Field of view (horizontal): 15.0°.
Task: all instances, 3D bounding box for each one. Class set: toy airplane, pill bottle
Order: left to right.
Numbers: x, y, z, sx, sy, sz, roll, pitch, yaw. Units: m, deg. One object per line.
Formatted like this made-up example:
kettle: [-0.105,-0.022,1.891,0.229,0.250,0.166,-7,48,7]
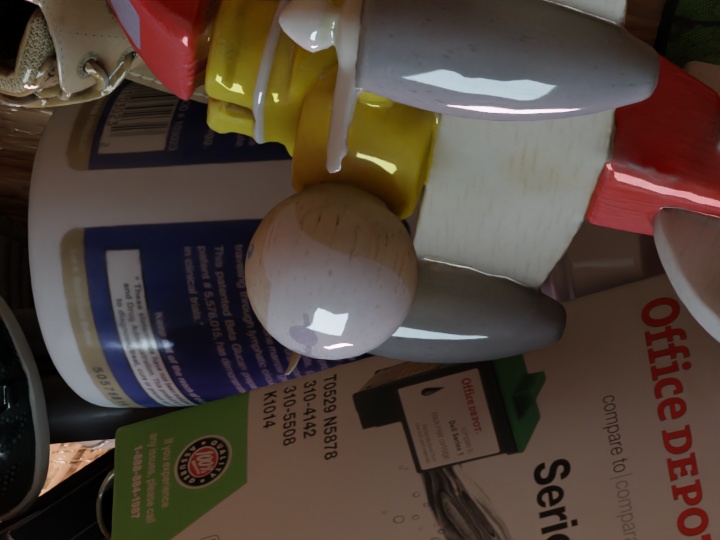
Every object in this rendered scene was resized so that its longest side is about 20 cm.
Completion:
pill bottle: [0.001,-0.012,0.903,0.199,0.111,0.111,-2,159,17]
toy airplane: [0.029,-0.029,0.718,0.199,0.141,0.200,9,147,48]

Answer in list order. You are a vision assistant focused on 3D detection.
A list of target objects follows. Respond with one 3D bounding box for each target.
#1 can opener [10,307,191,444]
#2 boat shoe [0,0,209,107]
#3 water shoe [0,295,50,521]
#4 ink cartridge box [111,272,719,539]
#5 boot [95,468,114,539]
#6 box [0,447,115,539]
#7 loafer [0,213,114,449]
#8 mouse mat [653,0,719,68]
can opener: [-0.148,0.047,1.013,0.199,0.054,0.067,-5,159,6]
boat shoe: [-0.097,-0.078,0.812,0.200,0.065,0.071,20,154,-36]
water shoe: [-0.164,0.013,0.913,0.071,0.079,0.200,-17,115,9]
ink cartridge box: [0.032,0.094,0.818,0.199,0.146,0.084,-17,128,10]
boot: [0.005,0.069,0.934,0.199,0.074,0.075,-14,169,17]
box: [-0.079,0.143,1.032,0.079,0.141,0.200,-31,180,25]
loafer: [-0.145,0.033,1.106,0.069,0.075,0.200,-8,156,23]
mouse mat: [0.173,-0.074,0.854,0.160,0.008,0.200,4,161,1]
